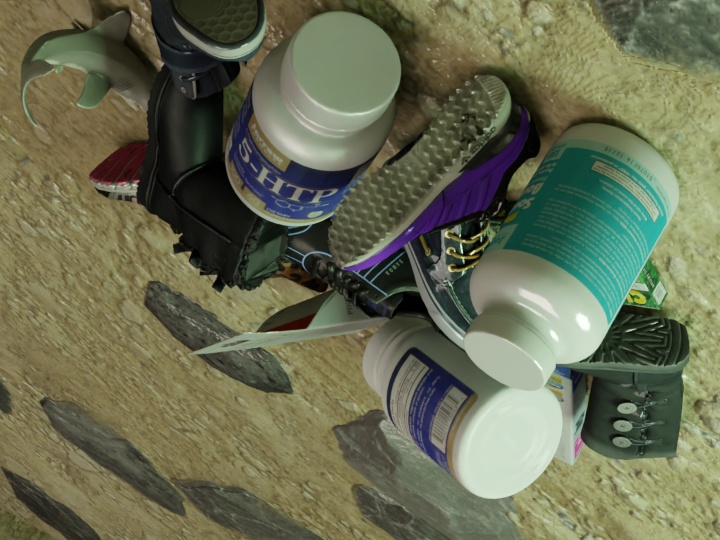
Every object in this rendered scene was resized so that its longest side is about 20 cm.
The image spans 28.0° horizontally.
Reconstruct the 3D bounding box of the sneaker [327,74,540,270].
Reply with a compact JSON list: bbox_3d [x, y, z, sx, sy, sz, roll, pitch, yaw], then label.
[{"bbox_3d":[0.067,-0.058,1.167,0.099,0.200,0.070,33,-158,-43],"label":"sneaker"}]

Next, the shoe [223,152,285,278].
[{"bbox_3d":[-0.112,-0.052,1.494,0.053,0.070,0.200,38,171,41],"label":"shoe"}]

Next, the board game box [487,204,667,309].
[{"bbox_3d":[0.166,-0.016,1.279,0.199,0.024,0.105,8,143,43],"label":"board game box"}]

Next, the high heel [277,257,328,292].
[{"bbox_3d":[-0.042,-0.040,1.433,0.142,0.071,0.201,12,141,42],"label":"high heel"}]

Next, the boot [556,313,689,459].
[{"bbox_3d":[0.221,0.105,1.347,0.164,0.066,0.200,13,154,15],"label":"boot"}]

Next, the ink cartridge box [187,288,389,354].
[{"bbox_3d":[-0.063,0.045,1.492,0.199,0.051,0.162,-4,172,-29],"label":"ink cartridge box"}]

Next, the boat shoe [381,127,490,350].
[{"bbox_3d":[0.084,-0.023,1.244,0.201,0.071,0.091,61,152,7],"label":"boat shoe"}]

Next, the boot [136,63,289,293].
[{"bbox_3d":[-0.132,-0.089,1.351,0.162,0.073,0.199,40,129,29],"label":"boot"}]

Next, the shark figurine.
[{"bbox_3d":[-0.258,-0.211,1.369,0.089,0.214,0.129,-37,76,25],"label":"shark figurine"}]

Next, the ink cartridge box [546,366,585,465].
[{"bbox_3d":[0.171,0.113,1.473,0.119,0.042,0.200,23,152,24],"label":"ink cartridge box"}]

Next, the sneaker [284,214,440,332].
[{"bbox_3d":[0.000,0.000,1.379,0.199,0.078,0.070,13,149,-1],"label":"sneaker"}]

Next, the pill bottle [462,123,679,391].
[{"bbox_3d":[0.155,-0.008,1.100,0.110,0.200,0.111,27,153,15],"label":"pill bottle"}]

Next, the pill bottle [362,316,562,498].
[{"bbox_3d":[0.090,0.121,1.386,0.200,0.120,0.120,37,165,52],"label":"pill bottle"}]

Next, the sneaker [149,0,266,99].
[{"bbox_3d":[-0.121,-0.192,1.206,0.202,0.077,0.147,50,164,43],"label":"sneaker"}]

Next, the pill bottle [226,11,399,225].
[{"bbox_3d":[-0.038,-0.127,1.205,0.119,0.120,0.200,35,155,-1],"label":"pill bottle"}]

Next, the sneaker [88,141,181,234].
[{"bbox_3d":[-0.210,-0.083,1.558,0.199,0.074,0.088,7,137,37],"label":"sneaker"}]
